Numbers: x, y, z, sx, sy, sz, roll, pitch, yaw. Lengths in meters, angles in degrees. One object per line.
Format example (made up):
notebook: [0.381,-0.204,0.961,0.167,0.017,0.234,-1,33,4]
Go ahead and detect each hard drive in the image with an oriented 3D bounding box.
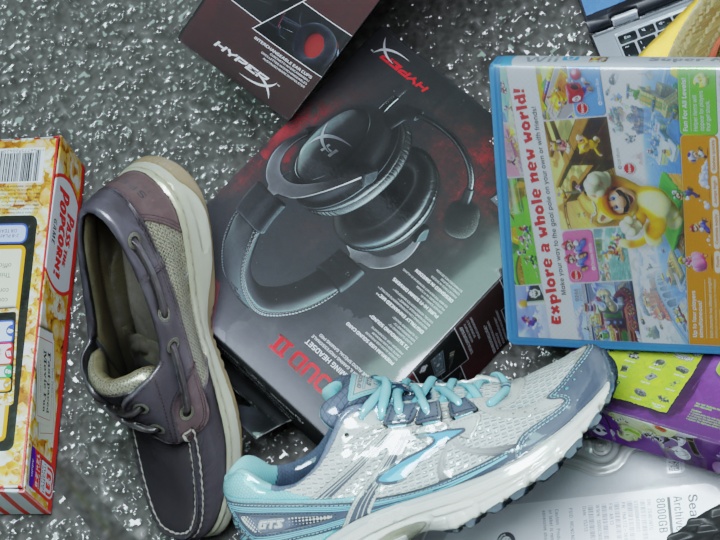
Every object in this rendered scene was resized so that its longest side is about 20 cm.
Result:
hard drive: [0.116,0.150,1.144,0.199,0.038,0.140,-6,67,9]

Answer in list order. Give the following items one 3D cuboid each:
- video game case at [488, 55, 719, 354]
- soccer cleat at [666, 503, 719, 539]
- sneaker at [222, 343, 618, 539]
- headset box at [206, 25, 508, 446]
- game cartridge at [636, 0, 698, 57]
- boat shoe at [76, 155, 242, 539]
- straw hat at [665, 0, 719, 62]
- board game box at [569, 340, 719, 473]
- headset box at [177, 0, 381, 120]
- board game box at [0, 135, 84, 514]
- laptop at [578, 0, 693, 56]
video game case: [0.162,-0.029,1.104,0.199,0.018,0.144,2,113,18]
soccer cleat: [0.146,0.170,1.034,0.068,0.073,0.200,21,51,43]
sneaker: [0.024,0.081,1.098,0.199,0.078,0.087,-31,94,7]
headset box: [0.000,0.000,1.210,0.200,0.077,0.149,-45,66,-9]
game cartridge: [0.265,-0.093,1.173,0.176,0.032,0.200,-45,83,1]
boat shoe: [-0.105,0.046,1.164,0.072,0.201,0.065,17,30,40]
straw hat: [0.247,-0.090,1.114,0.200,0.202,0.085,6,35,15]
board game box: [0.202,0.051,1.127,0.199,0.032,0.120,16,53,30]
headset box: [0.007,-0.195,1.194,0.075,0.200,0.149,36,34,-6]
board game box: [-0.234,0.029,1.267,0.151,0.046,0.201,-1,68,12]
laptop: [0.203,-0.163,1.206,0.186,0.116,0.201,-21,57,5]
